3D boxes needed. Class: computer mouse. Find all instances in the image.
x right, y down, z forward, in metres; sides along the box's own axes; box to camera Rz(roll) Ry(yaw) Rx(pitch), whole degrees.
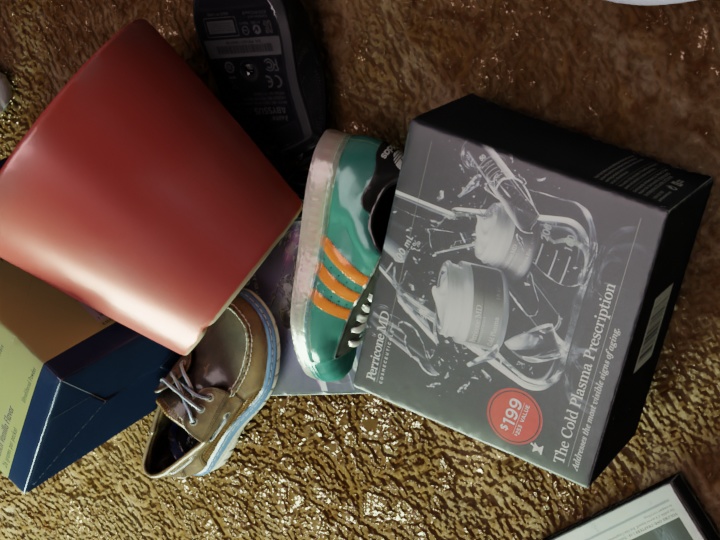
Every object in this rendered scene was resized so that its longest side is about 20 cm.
[{"bbox_3d":[-0.069,-0.140,1.153,0.138,0.053,0.202,8,120,33],"label":"computer mouse"}]

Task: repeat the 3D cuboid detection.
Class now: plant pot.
[{"bbox_3d":[-0.151,-0.048,1.115,0.177,0.201,0.201,39,125,-5],"label":"plant pot"}]

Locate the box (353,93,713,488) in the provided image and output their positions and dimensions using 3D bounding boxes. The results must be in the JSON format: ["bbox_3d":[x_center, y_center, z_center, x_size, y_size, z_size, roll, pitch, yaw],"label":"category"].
[{"bbox_3d":[0.112,0.010,1.035,0.181,0.104,0.202,22,114,22],"label":"box"}]

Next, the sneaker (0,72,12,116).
[{"bbox_3d":[-0.389,-0.135,1.351,0.199,0.077,0.079,-17,102,18],"label":"sneaker"}]

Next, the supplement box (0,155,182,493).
[{"bbox_3d":[-0.248,0.026,1.223,0.199,0.200,0.135,40,131,17],"label":"supplement box"}]

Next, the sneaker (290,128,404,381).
[{"bbox_3d":[0.000,0.000,1.115,0.079,0.071,0.201,15,122,17],"label":"sneaker"}]

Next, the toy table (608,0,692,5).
[{"bbox_3d":[0.156,-0.229,0.876,0.199,0.117,0.186,-10,72,36],"label":"toy table"}]

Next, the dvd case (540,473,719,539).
[{"bbox_3d":[0.222,0.261,1.108,0.150,0.025,0.201,-35,85,37],"label":"dvd case"}]

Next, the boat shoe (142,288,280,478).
[{"bbox_3d":[-0.123,0.101,1.235,0.072,0.072,0.201,43,131,25],"label":"boat shoe"}]

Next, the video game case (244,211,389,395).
[{"bbox_3d":[-0.012,0.025,1.187,0.199,0.019,0.144,-4,103,35],"label":"video game case"}]
